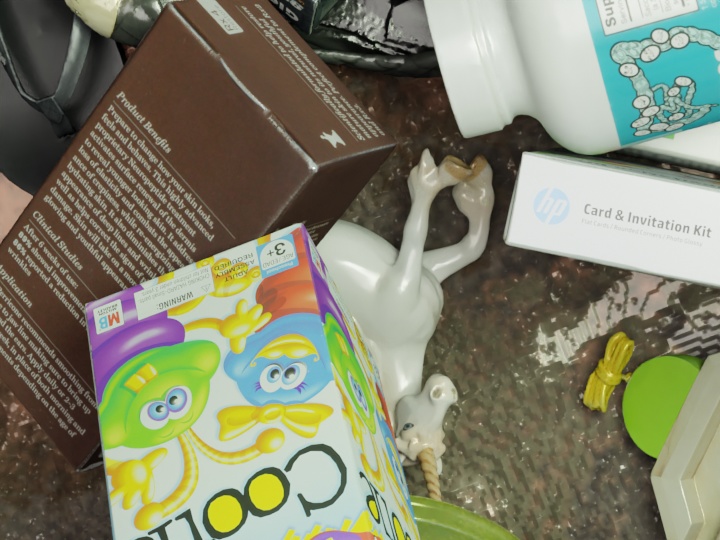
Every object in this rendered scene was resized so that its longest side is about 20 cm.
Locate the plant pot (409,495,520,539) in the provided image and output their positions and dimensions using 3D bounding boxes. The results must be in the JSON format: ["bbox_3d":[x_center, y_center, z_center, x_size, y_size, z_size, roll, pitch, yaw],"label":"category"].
[{"bbox_3d":[0.011,0.228,1.087,0.199,0.190,0.201,-3,119,-6],"label":"plant pot"}]

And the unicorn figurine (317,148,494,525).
[{"bbox_3d":[0.000,0.000,1.181,0.200,0.074,0.138,32,106,19],"label":"unicorn figurine"}]

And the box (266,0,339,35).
[{"bbox_3d":[-0.015,-0.231,1.148,0.159,0.046,0.200,40,78,5],"label":"box"}]

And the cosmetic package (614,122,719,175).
[{"bbox_3d":[0.191,-0.089,1.138,0.199,0.085,0.108,11,91,8],"label":"cosmetic package"}]

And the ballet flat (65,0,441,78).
[{"bbox_3d":[-0.035,-0.125,1.169,0.199,0.057,0.067,5,90,-1],"label":"ballet flat"}]

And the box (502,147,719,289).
[{"bbox_3d":[0.145,-0.018,1.088,0.155,0.200,0.041,12,96,8],"label":"box"}]

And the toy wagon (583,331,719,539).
[{"bbox_3d":[0.188,0.088,1.146,0.200,0.039,0.156,34,109,31],"label":"toy wagon"}]

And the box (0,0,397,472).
[{"bbox_3d":[-0.085,-0.017,1.143,0.100,0.075,0.200,49,123,15],"label":"box"}]

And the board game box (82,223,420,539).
[{"bbox_3d":[-0.037,0.098,1.040,0.103,0.201,0.105,-21,135,7],"label":"board game box"}]

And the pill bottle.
[{"bbox_3d":[0.128,-0.112,1.048,0.199,0.111,0.111,-15,91,8],"label":"pill bottle"}]

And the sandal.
[{"bbox_3d":[-0.148,-0.128,1.202,0.076,0.043,0.201,-3,92,8],"label":"sandal"}]
